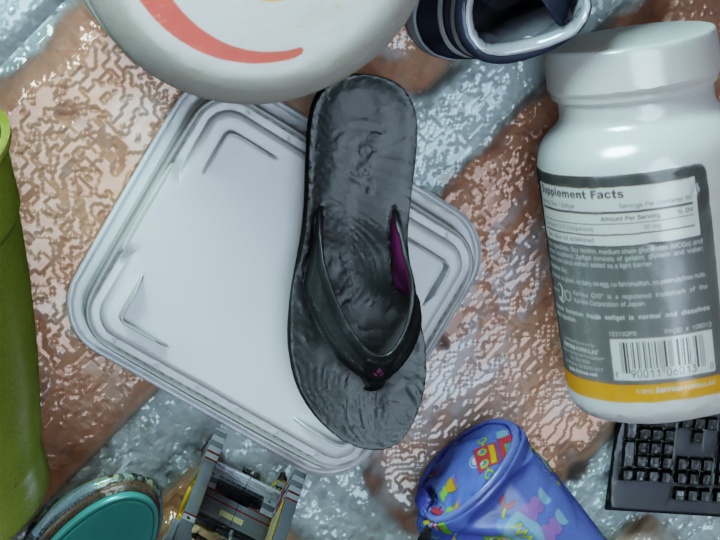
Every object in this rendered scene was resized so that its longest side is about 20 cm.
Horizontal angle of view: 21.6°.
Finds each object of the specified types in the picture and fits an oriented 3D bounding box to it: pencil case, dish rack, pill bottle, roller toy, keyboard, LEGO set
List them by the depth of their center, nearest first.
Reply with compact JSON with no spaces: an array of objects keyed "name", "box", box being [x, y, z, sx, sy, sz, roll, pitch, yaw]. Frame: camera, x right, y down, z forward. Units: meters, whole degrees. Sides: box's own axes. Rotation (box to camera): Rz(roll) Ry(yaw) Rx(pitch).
[{"name":"roller toy","box":[-0.056,-0.177,0.939,0.199,0.140,0.184,28,95,-16]},{"name":"pill bottle","box":[0.158,-0.028,1.027,0.115,0.116,0.202,-11,103,-9]},{"name":"dish rack","box":[-0.043,0.009,1.031,0.199,0.044,0.173,30,94,-15]},{"name":"LEGO set","box":[-0.048,0.182,1.047,0.198,0.116,0.155,20,126,-1]},{"name":"pencil case","box":[0.109,0.182,1.079,0.087,0.078,0.201,-37,106,0]},{"name":"keyboard","box":[0.241,0.137,1.128,0.198,0.021,0.129,4,100,-12]}]

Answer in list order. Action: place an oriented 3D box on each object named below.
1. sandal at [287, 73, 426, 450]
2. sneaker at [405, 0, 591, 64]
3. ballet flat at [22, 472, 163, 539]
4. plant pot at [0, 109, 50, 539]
[{"name":"sandal","box":[-0.001,-0.001,0.990,0.074,0.048,0.203,-5,101,-11]},{"name":"sneaker","box":[0.109,-0.187,0.987,0.070,0.109,0.200,39,91,-17]},{"name":"ballet flat","box":[-0.163,0.167,0.989,0.074,0.074,0.201,23,115,-15]},{"name":"plant pot","box":[-0.241,0.044,0.931,0.198,0.201,0.195,-18,116,-8]}]
